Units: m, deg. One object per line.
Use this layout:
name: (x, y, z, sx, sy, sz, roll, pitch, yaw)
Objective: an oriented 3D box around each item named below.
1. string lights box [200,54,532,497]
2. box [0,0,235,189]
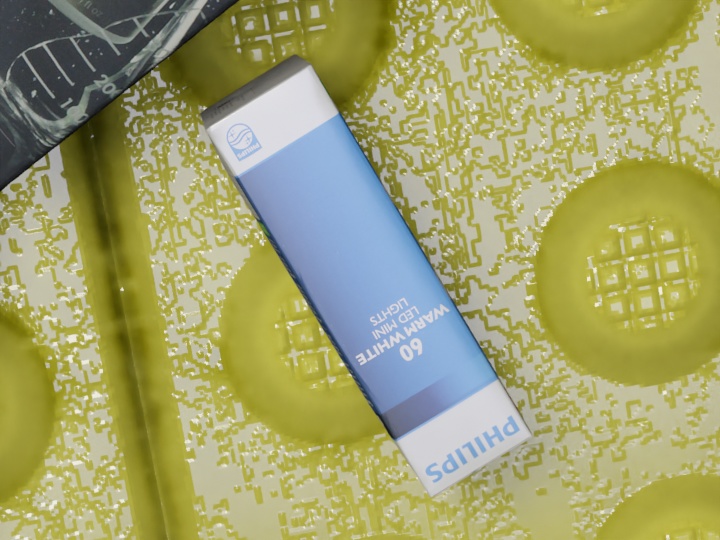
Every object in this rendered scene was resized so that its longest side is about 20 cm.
string lights box: (0.000, 0.000, 1.083, 0.059, 0.103, 0.200, -32, 100, 0)
box: (-0.140, -0.177, 1.000, 0.196, 0.124, 0.200, -36, 100, 20)
